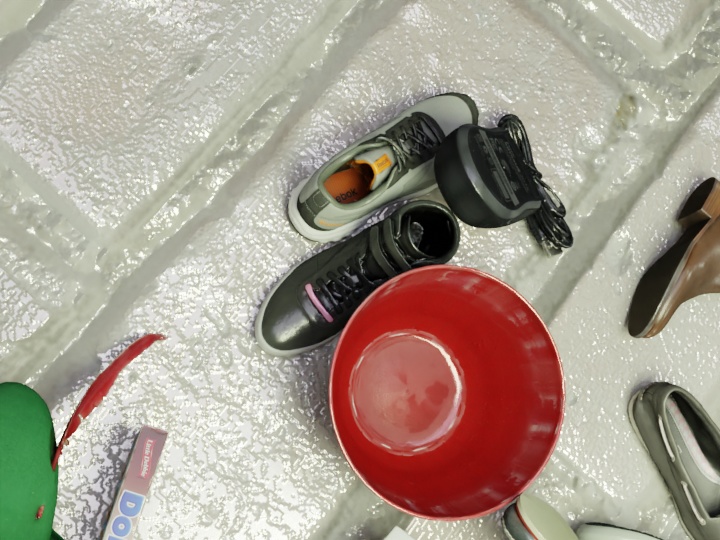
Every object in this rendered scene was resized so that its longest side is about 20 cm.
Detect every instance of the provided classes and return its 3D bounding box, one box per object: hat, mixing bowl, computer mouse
[{"bbox_3d":[-0.242,0.095,0.897,0.165,0.200,0.176,32,84,-16],"label":"hat"},{"bbox_3d":[0.054,0.100,1.012,0.200,0.108,0.201,2,84,-18],"label":"mixing bowl"},{"bbox_3d":[0.112,-0.072,1.060,0.053,0.200,0.139,-26,80,25],"label":"computer mouse"}]

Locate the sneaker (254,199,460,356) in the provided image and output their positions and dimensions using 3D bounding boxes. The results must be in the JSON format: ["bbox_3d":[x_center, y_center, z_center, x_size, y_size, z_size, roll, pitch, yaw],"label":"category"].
[{"bbox_3d":[0.000,0.000,1.030,0.200,0.099,0.071,-33,89,-19],"label":"sneaker"}]

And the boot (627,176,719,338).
[{"bbox_3d":[0.365,0.037,1.147,0.200,0.064,0.187,37,73,-10],"label":"boot"}]

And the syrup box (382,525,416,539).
[{"bbox_3d":[0.080,0.297,0.956,0.200,0.082,0.079,35,68,20],"label":"syrup box"}]

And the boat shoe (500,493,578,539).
[{"bbox_3d":[0.165,0.258,1.001,0.062,0.071,0.200,-29,121,18],"label":"boat shoe"}]

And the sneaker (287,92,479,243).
[{"bbox_3d":[0.030,-0.094,1.071,0.200,0.079,0.074,-36,87,-21],"label":"sneaker"}]

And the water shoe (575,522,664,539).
[{"bbox_3d":[0.271,0.280,1.057,0.200,0.071,0.079,24,80,-7],"label":"water shoe"}]

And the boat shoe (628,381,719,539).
[{"bbox_3d":[0.310,0.188,1.095,0.067,0.057,0.200,-32,88,-20],"label":"boat shoe"}]

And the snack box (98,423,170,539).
[{"bbox_3d":[-0.192,0.218,0.942,0.024,0.072,0.200,20,73,-9],"label":"snack box"}]
